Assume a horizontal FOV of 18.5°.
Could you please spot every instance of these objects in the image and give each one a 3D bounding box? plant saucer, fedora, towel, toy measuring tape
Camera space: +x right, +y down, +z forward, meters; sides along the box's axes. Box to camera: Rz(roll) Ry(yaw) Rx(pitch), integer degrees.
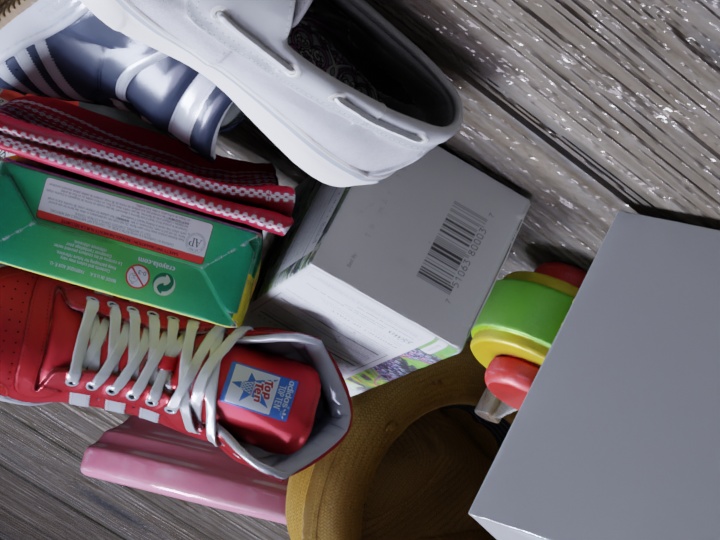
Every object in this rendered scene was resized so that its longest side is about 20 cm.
[{"bbox_3d":[-0.063,0.121,1.313,0.200,0.051,0.201,13,174,1],"label":"plant saucer"},{"bbox_3d":[0.023,0.126,1.197,0.082,0.201,0.201,10,156,44],"label":"fedora"},{"bbox_3d":[-0.100,-0.052,0.999,0.144,0.023,0.200,16,-176,-6],"label":"towel"},{"bbox_3d":[0.076,0.038,1.066,0.074,0.074,0.200,31,163,-10],"label":"toy measuring tape"}]

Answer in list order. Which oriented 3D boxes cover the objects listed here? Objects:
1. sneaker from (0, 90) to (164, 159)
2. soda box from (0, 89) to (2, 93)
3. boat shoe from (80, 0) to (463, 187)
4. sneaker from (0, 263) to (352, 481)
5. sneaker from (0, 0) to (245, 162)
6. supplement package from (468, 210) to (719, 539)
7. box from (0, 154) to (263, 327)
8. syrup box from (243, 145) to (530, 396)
[{"bbox_3d":[-0.198,-0.044,1.178,0.201,0.108,0.067,14,159,40],"label":"sneaker"},{"bbox_3d":[-0.279,-0.118,1.150,0.200,0.071,0.063,17,161,32],"label":"soda box"},{"bbox_3d":[-0.040,-0.102,0.836,0.068,0.072,0.200,-20,127,40],"label":"boat shoe"},{"bbox_3d":[-0.092,0.044,1.008,0.200,0.071,0.112,15,180,-40],"label":"sneaker"},{"bbox_3d":[-0.107,-0.093,0.955,0.108,0.070,0.200,35,160,-19],"label":"sneaker"},{"bbox_3d":[0.179,0.098,0.932,0.151,0.152,0.200,14,159,40],"label":"supplement package"},{"bbox_3d":[-0.103,-0.018,1.007,0.117,0.048,0.200,16,-178,-5],"label":"box"},{"bbox_3d":[0.000,0.000,1.050,0.081,0.079,0.200,30,164,-9],"label":"syrup box"}]
